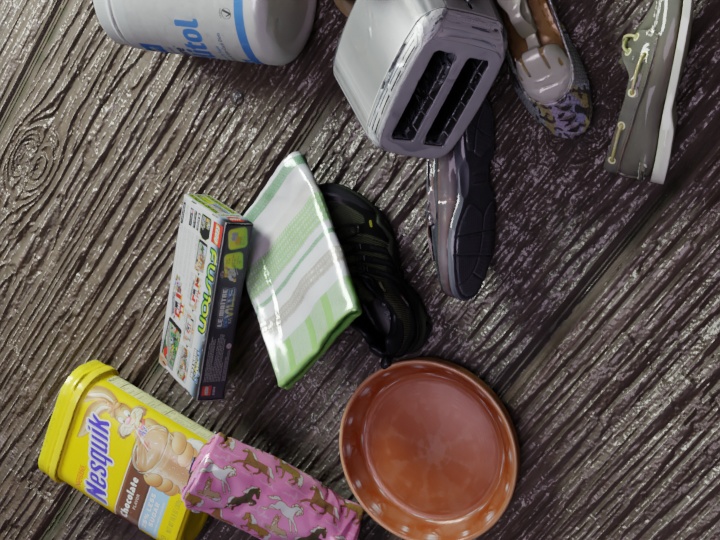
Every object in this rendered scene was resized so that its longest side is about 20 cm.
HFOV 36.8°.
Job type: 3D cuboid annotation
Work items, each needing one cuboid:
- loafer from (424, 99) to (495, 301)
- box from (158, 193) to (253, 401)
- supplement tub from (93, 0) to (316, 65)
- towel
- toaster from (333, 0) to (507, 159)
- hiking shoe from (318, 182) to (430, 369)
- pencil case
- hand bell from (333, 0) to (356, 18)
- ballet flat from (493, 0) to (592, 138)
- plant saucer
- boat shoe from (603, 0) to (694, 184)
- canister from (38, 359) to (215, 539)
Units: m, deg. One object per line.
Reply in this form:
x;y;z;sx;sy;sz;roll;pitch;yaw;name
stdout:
0.093;-0.073;1.073;0.062;0.071;0.203;7;97;42;loafer
-0.172;0.029;1.188;0.110;0.034;0.203;31;115;51;box
-0.156;-0.284;1.100;0.197;0.132;0.134;10;103;22;supplement tub
-0.073;-0.001;1.104;0.149;0.030;0.202;-49;48;37;towel
0.051;-0.196;1.002;0.201;0.112;0.130;-60;36;35;toaster
0.000;0.000;1.100;0.075;0.101;0.201;-33;86;23;hiking shoe
-0.093;0.253;1.164;0.198;0.083;0.087;28;140;-9;pencil case
-0.023;-0.284;1.004;0.103;0.200;0.106;4;101;22;hand bell
0.158;-0.217;1.010;0.071;0.072;0.203;-20;92;25;ballet flat
0.073;0.190;1.141;0.198;0.032;0.203;5;102;23;plant saucer
0.260;-0.181;0.970;0.059;0.072;0.205;9;107;16;boat shoe
-0.262;0.217;1.263;0.198;0.086;0.150;27;108;15;canister
